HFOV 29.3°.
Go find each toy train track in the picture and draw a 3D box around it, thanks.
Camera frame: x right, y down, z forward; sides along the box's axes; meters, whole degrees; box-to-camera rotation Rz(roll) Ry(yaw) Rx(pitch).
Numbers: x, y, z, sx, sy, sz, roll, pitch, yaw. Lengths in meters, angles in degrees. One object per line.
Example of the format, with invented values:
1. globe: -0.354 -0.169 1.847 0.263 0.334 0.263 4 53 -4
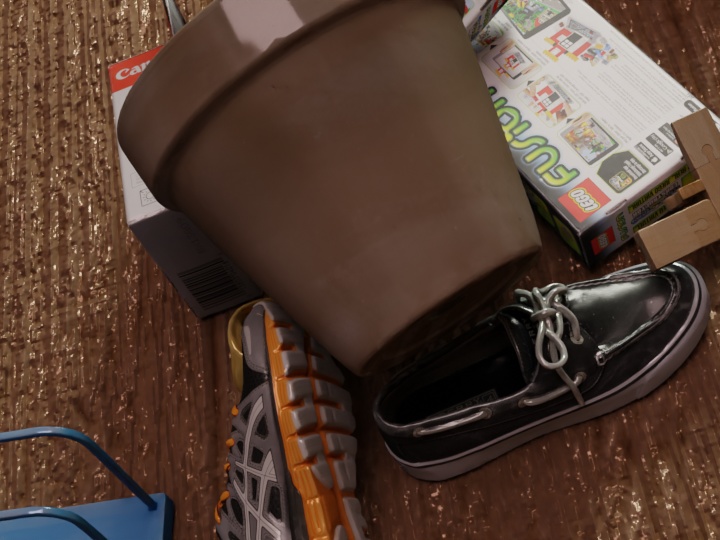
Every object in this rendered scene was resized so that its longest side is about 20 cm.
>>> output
1. toy train track: 0.241 -0.048 0.772 0.199 0.033 0.115 -24 82 -10

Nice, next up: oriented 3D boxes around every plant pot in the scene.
1. plant pot: 0.002 -0.049 0.718 0.199 0.200 0.174 -33 78 -3

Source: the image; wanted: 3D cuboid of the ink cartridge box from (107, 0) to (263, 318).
1. ink cartridge box: -0.118 -0.082 0.891 0.050 0.109 0.201 -20 53 7

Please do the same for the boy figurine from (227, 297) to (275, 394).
1. boy figurine: 0.000 0.000 0.822 0.199 0.065 0.125 -34 62 -7

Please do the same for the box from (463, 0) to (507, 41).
1. box: -0.014 -0.199 0.864 0.200 0.035 0.110 40 75 10

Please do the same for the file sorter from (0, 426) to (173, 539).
1. file sorter: -0.190 0.199 0.725 0.138 0.123 0.201 -10 55 13

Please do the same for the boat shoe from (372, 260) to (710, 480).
1. boat shoe: 0.098 0.043 0.753 0.198 0.068 0.074 -24 53 4

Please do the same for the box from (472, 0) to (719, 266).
1. box: 0.123 -0.105 0.853 0.110 0.035 0.200 -35 53 -4

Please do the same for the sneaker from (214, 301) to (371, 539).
1. sneaker: -0.044 0.115 0.735 0.077 0.078 0.202 -17 71 23
